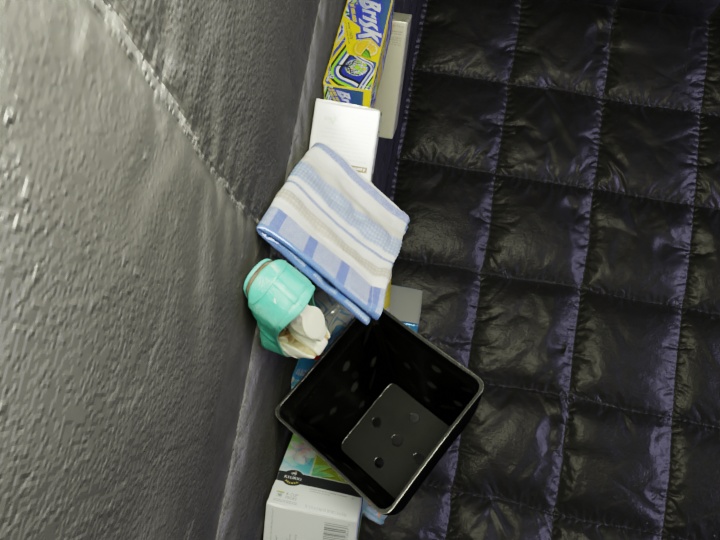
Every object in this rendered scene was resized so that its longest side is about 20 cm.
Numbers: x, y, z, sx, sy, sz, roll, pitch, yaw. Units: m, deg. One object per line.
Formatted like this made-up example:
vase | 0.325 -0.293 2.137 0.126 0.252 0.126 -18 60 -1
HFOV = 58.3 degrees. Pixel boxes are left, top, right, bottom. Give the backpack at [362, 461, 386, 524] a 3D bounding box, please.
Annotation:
backpack | -0.021 0.431 1.301 0.152 0.198 0.178 -58 170 -17

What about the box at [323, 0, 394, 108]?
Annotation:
box | 0.000 -0.287 0.859 0.071 0.063 0.203 94 6 -58

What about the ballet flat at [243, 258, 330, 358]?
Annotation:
ballet flat | -0.065 0.054 0.631 0.068 0.070 0.201 -48 166 -14

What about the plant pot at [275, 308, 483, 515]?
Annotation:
plant pot | 0.039 0.205 0.879 0.200 0.199 0.178 -48 150 -16

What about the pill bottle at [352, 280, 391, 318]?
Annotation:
pill bottle | 0.000 0.000 1.127 0.112 0.110 0.204 -65 159 -75

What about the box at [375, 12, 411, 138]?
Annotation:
box | 0.038 -0.349 1.153 0.095 0.076 0.203 -73 171 -62

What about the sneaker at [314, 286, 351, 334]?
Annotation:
sneaker | -0.053 0.057 0.992 0.072 0.072 0.200 -42 -176 0

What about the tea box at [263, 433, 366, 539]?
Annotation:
tea box | -0.064 0.375 0.981 0.197 0.131 0.204 -73 171 -66

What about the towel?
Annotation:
towel | -0.017 -0.048 0.659 0.024 0.146 0.201 -43 -166 32

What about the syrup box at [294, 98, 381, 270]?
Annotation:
syrup box | -0.027 -0.097 0.786 0.079 0.080 0.204 -73 172 -78

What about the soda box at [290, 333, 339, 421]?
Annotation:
soda box | -0.059 0.143 1.012 0.201 0.063 0.069 -71 170 -64

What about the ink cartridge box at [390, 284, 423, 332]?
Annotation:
ink cartridge box | 0.039 0.148 1.322 0.145 0.144 0.204 -73 172 -62
